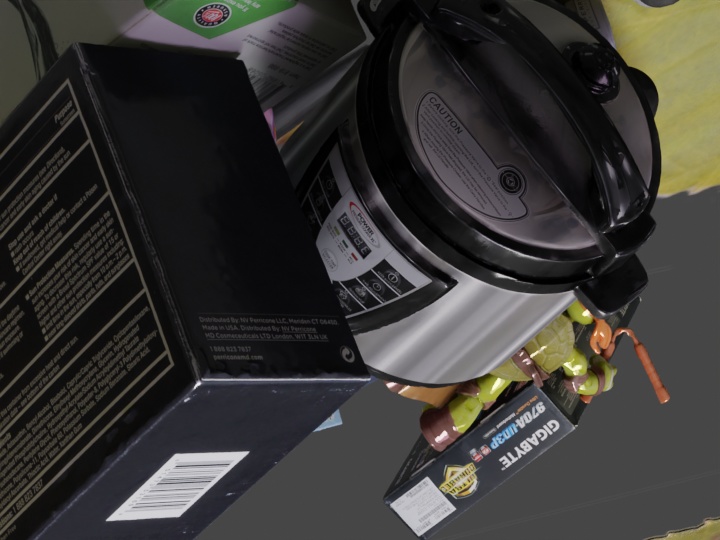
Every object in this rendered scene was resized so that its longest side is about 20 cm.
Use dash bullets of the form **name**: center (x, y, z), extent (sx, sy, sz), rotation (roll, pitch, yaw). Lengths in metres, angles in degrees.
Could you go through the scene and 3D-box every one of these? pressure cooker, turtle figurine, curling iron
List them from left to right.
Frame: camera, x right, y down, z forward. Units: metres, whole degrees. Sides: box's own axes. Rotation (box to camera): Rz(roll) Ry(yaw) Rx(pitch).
- **curling iron**: center (-0.058, -0.080, 1.701), extent (0.049, 0.026, 0.200), rotation (9, 141, -42)
- **pressure cooker**: center (0.058, -0.053, 1.477), extent (0.175, 0.180, 0.200), rotation (17, 147, -21)
- **turtle figurine**: center (0.104, 0.055, 1.839), extent (0.161, 0.065, 0.200), rotation (-32, 123, 16)

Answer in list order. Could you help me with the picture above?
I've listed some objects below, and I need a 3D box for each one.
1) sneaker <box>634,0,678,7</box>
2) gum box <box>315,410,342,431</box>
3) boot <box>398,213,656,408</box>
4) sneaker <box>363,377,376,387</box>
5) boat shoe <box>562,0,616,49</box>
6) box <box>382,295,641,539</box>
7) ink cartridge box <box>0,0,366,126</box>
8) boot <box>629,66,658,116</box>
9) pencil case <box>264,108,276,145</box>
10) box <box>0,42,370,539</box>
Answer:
- **sneaker**: center (0.217, -0.208, 1.642), extent (0.199, 0.075, 0.115), rotation (-21, 175, -18)
- **gum box**: center (-0.141, 0.115, 1.887), extent (0.199, 0.045, 0.169), rotation (-11, 175, -44)
- **boot**: center (0.090, 0.005, 1.903), extent (0.200, 0.069, 0.188), rotation (-43, 163, 11)
- **sneaker**: center (0.018, 0.004, 1.887), extent (0.084, 0.075, 0.200), rotation (-26, 157, -36)
- **boat shoe**: center (0.136, -0.103, 1.772), extent (0.066, 0.074, 0.200), rotation (-17, 143, 5)
- **box**: center (0.109, 0.090, 2.010), extent (0.159, 0.046, 0.200), rotation (-40, -172, 31)
- **ink cartridge box**: center (-0.121, -0.119, 1.511), extent (0.199, 0.083, 0.146), rotation (-34, 152, 22)
- **boot**: center (0.075, -0.086, 1.685), extent (0.144, 0.073, 0.199), rotation (0, 173, -44)
- **pencil case**: center (-0.083, -0.013, 1.604), extent (0.087, 0.201, 0.088), rotation (-3, 142, -2)
- **box**: center (-0.122, 0.022, 1.455), extent (0.123, 0.199, 0.200), rotation (1, 147, -43)
